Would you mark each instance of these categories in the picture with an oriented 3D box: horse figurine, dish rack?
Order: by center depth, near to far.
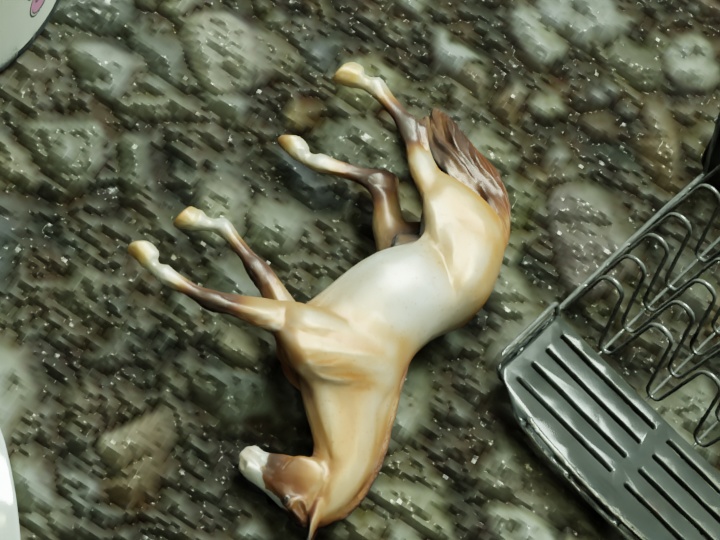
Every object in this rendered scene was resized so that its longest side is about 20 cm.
[{"bbox_3d":[0.000,0.000,1.170,0.133,0.050,0.200,43,55,7],"label":"horse figurine"},{"bbox_3d":[0.158,0.032,1.212,0.153,0.055,0.200,44,55,8],"label":"dish rack"}]

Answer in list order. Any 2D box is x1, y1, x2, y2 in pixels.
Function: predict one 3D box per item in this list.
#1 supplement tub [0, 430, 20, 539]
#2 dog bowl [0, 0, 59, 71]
[{"bbox_3d":[-0.224,0.102,0.966,0.199,0.140,0.141,-2,62,-22],"label":"supplement tub"},{"bbox_3d":[-0.206,-0.166,1.172,0.200,0.074,0.201,10,58,-16],"label":"dog bowl"}]
